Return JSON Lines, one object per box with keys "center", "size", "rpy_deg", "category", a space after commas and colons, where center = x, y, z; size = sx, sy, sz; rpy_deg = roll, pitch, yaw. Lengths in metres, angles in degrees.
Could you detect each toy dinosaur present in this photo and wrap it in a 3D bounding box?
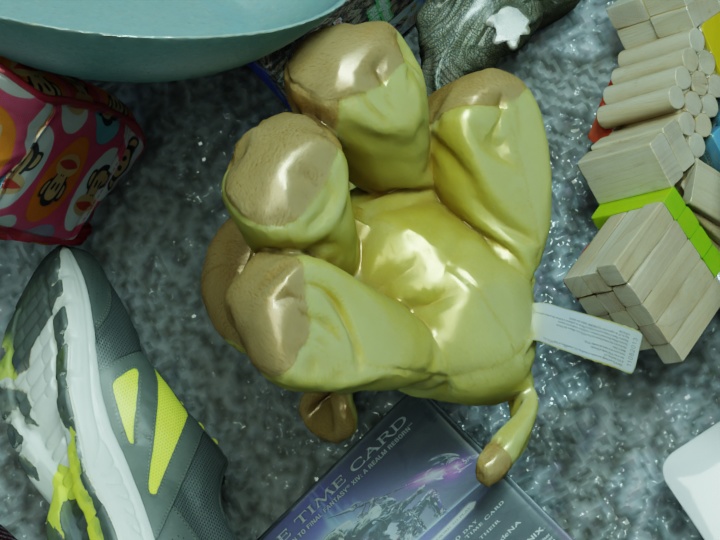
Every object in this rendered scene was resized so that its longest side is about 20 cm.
{"center": [0.071, -0.132, 1.037], "size": [0.077, 0.102, 0.200], "rpy_deg": [40, 72, 3], "category": "toy dinosaur"}

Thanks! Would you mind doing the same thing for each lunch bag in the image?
{"center": [-0.198, -0.090, 1.006], "size": [0.176, 0.200, 0.082], "rpy_deg": [36, 93, 12], "category": "lunch bag"}

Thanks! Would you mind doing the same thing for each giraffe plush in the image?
{"center": [0.000, 0.000, 0.979], "size": [0.200, 0.162, 0.173], "rpy_deg": [37, 69, -25], "category": "giraffe plush"}

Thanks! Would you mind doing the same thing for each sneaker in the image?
{"center": [-0.110, 0.080, 1.037], "size": [0.074, 0.084, 0.201], "rpy_deg": [-44, 52, 41], "category": "sneaker"}

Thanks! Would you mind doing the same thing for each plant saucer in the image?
{"center": [-0.102, -0.116, 0.926], "size": [0.200, 0.201, 0.039], "rpy_deg": [13, 117, 10], "category": "plant saucer"}

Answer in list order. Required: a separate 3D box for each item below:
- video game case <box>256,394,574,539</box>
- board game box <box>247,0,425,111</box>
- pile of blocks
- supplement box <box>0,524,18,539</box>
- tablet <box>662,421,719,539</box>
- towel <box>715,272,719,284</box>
{"center": [0.014, 0.139, 0.957], "size": [0.143, 0.200, 0.019], "rpy_deg": [-44, 117, -2], "category": "video game case"}
{"center": [-0.013, -0.201, 1.055], "size": [0.200, 0.097, 0.160], "rpy_deg": [-43, 77, -1], "category": "board game box"}
{"center": [0.138, -0.051, 1.033], "size": [0.062, 0.082, 0.201], "rpy_deg": [-12, 55, 49], "category": "pile of blocks"}
{"center": [-0.180, 0.179, 1.026], "size": [0.200, 0.061, 0.109], "rpy_deg": [40, 86, 12], "category": "supplement box"}
{"center": [0.249, 0.085, 0.988], "size": [0.200, 0.014, 0.130], "rpy_deg": [-33, 76, -1], "category": "tablet"}
{"center": [0.264, 0.048, 1.011], "size": [0.144, 0.023, 0.201], "rpy_deg": [-30, 77, 1], "category": "towel"}
